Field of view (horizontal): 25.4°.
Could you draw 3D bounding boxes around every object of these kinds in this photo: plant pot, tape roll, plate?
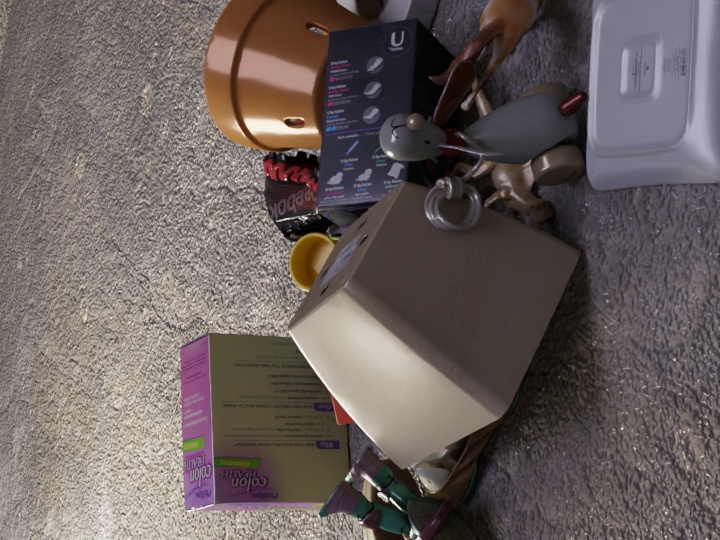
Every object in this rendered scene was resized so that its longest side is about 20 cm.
[{"bbox_3d":[-0.055,-0.216,1.768,0.140,0.200,0.200,22,108,36],"label":"plant pot"},{"bbox_3d":[0.032,-0.337,1.827,0.203,0.037,0.203,-16,72,62],"label":"tape roll"},{"bbox_3d":[0.054,0.035,1.496,0.200,0.177,0.200,-38,18,56],"label":"plant pot"},{"bbox_3d":[0.253,-0.173,1.381,0.200,0.032,0.200,1,87,63],"label":"plate"}]

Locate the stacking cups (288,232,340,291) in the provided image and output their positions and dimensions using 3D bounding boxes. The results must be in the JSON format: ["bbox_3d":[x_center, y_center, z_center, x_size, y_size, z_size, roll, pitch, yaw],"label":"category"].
[{"bbox_3d":[0.000,0.000,1.664,0.060,0.200,0.061,-3,84,28],"label":"stacking cups"}]

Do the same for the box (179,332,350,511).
[{"bbox_3d":[-0.114,0.182,1.895,0.097,0.176,0.200,-27,64,59],"label":"box"}]

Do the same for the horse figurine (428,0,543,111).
[{"bbox_3d":[0.135,-0.234,1.521,0.200,0.050,0.133,-51,-7,-50],"label":"horse figurine"}]

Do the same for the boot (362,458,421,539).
[{"bbox_3d":[0.012,0.318,1.746,0.155,0.073,0.200,-32,64,54],"label":"boot"}]

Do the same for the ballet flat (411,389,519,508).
[{"bbox_3d":[0.091,0.173,1.608,0.068,0.072,0.200,63,141,37],"label":"ballet flat"}]

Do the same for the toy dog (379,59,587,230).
[{"bbox_3d":[0.128,-0.132,1.452,0.132,0.200,0.096,57,150,15],"label":"toy dog"}]

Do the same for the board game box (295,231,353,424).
[{"bbox_3d":[-0.031,0.060,1.775,0.200,0.040,0.153,-110,7,-70],"label":"board game box"}]

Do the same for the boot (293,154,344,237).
[{"bbox_3d":[-0.030,-0.082,1.873,0.200,0.074,0.096,17,98,63],"label":"boot"}]

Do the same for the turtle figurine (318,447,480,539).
[{"bbox_3d":[0.063,0.268,1.601,0.101,0.200,0.150,-55,-6,20],"label":"turtle figurine"}]

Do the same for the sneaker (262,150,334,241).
[{"bbox_3d":[-0.049,-0.074,1.789,0.200,0.071,0.098,23,108,55],"label":"sneaker"}]

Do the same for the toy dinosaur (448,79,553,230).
[{"bbox_3d":[0.138,-0.103,1.590,0.101,0.058,0.200,-43,56,34],"label":"toy dinosaur"}]

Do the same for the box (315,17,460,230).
[{"bbox_3d":[0.032,-0.141,1.645,0.106,0.122,0.200,-5,71,26],"label":"box"}]
